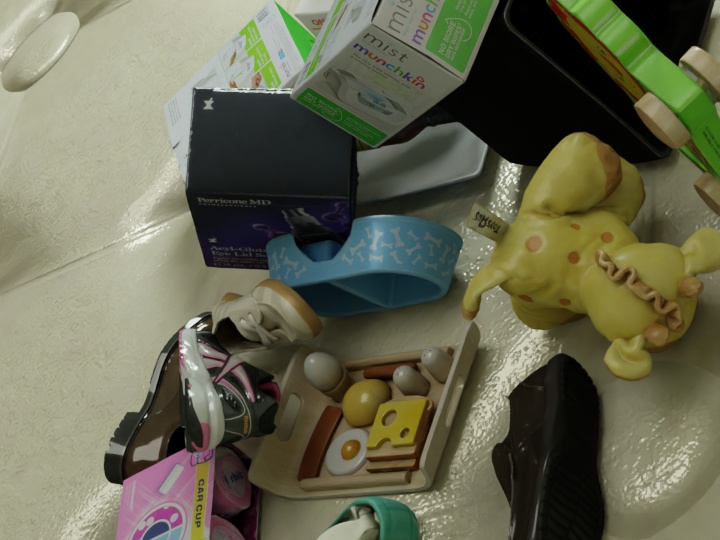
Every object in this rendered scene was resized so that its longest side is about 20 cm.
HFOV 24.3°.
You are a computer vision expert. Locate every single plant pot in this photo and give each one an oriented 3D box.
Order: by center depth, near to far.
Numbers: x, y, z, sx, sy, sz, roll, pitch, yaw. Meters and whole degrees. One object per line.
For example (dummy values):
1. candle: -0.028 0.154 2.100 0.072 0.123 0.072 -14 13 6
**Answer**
1. plant pot: 0.165 -0.203 1.474 0.177 0.199 0.200 -23 39 50

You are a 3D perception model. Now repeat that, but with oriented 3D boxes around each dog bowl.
1. dog bowl: 0.000 0.000 1.505 0.200 0.111 0.050 -12 65 39

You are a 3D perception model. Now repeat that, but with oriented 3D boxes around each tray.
1. tray: 0.053 -0.109 1.631 0.200 0.022 0.108 -12 48 39

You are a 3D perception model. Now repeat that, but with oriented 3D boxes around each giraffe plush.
1. giraffe plush: 0.192 0.001 1.270 0.162 0.200 0.173 30 110 31

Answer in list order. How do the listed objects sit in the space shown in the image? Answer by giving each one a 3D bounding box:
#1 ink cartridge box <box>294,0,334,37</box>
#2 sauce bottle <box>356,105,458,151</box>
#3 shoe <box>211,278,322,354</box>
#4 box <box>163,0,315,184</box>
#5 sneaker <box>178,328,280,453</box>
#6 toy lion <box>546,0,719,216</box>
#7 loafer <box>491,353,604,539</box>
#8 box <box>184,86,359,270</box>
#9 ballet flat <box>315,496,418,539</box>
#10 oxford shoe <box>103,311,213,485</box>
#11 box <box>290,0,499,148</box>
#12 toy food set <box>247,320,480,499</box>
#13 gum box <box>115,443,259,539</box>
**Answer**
1. ink cartridge box: 0.019 -0.242 1.644 0.116 0.200 0.068 2 57 48
2. sauce bottle: 0.010 -0.148 1.603 0.199 0.066 0.066 -9 45 12
3. shoe: -0.091 0.051 1.522 0.053 0.070 0.200 -49 14 -18
4. box: -0.109 -0.166 1.761 0.176 0.097 0.200 -44 30 11
5. sneaker: -0.115 0.110 1.473 0.086 0.081 0.200 -1 21 -10
6. toy lion: 0.226 -0.147 1.303 0.069 0.200 0.192 -44 49 5
7. loafer: 0.136 0.154 1.245 0.071 0.073 0.200 -28 30 33
8. box: -0.077 -0.080 1.531 0.148 0.200 0.105 2 71 2
9. ballet flat: -0.042 0.249 1.322 0.200 0.070 0.067 -44 48 5
10. oxford shoe: -0.162 0.127 1.595 0.084 0.073 0.200 9 56 22
11. box: 0.044 -0.231 1.394 0.176 0.097 0.200 -31 32 61
12. toy food set: 0.002 0.115 1.424 0.200 0.060 0.144 -11 47 41
13. gum box: -0.152 0.253 1.441 0.113 0.066 0.200 -29 38 25
